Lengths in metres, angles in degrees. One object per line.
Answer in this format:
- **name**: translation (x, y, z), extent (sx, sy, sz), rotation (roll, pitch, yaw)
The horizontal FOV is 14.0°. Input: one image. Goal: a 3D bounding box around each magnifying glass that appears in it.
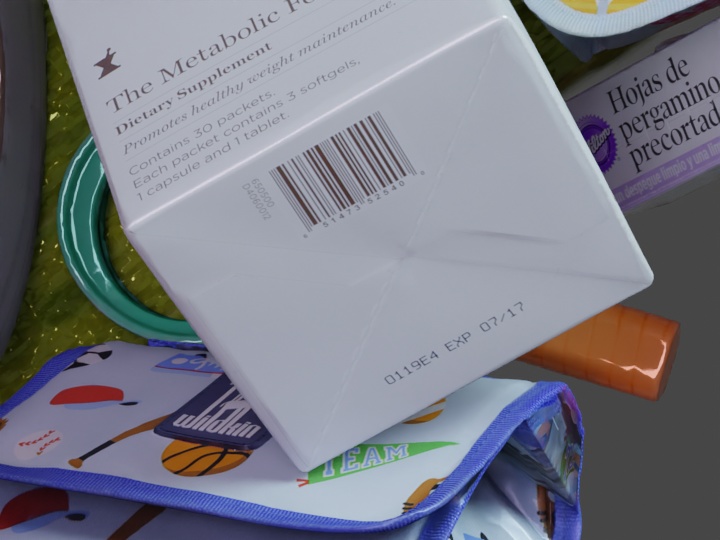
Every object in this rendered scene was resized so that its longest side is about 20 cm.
- **magnifying glass**: translation (0.000, 0.000, 0.903), extent (0.199, 0.022, 0.080), rotation (17, 87, 13)

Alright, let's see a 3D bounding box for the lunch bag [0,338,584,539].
- **lunch bag**: translation (-0.040, 0.109, 0.830), extent (0.170, 0.124, 0.200), rotation (5, 57, 28)

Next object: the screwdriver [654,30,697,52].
- **screwdriver**: translation (0.184, -0.094, 0.867), extent (0.199, 0.028, 0.029), rotation (-9, 110, 8)

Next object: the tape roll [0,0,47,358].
- **tape roll**: translation (-0.186, -0.056, 0.858), extent (0.139, 0.203, 0.203), rotation (0, 83, 13)

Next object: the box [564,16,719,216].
- **box**: translation (0.136, -0.066, 0.814), extent (0.200, 0.041, 0.039), rotation (-28, 81, 46)

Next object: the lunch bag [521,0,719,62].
- **lunch bag**: translation (0.104, -0.142, 0.805), extent (0.169, 0.200, 0.127), rotation (-22, 79, 8)

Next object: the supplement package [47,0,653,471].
- **supplement package**: translation (-0.017, -0.066, 0.820), extent (0.114, 0.110, 0.200), rotation (-29, 43, 5)
